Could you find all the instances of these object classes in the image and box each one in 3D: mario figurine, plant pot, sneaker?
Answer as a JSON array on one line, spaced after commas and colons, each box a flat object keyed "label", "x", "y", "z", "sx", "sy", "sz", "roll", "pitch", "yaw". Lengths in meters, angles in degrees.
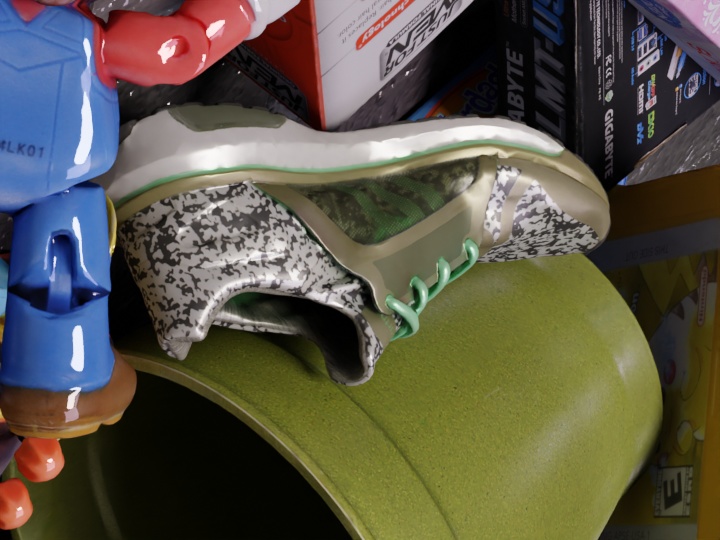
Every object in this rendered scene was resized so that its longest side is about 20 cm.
[{"label": "mario figurine", "x": -0.088, "y": -0.060, "z": 0.748, "sx": 0.123, "sy": 0.106, "sz": 0.200, "roll": 3, "pitch": 102, "yaw": -42}, {"label": "plant pot", "x": 0.007, "y": 0.075, "z": 1.001, "sx": 0.193, "sy": 0.200, "sz": 0.200, "roll": -35, "pitch": 154, "yaw": -39}, {"label": "sneaker", "x": 0.000, "y": 0.000, "z": 0.915, "sx": 0.200, "sy": 0.089, "sz": 0.077, "roll": 0, "pitch": 156, "yaw": -29}]

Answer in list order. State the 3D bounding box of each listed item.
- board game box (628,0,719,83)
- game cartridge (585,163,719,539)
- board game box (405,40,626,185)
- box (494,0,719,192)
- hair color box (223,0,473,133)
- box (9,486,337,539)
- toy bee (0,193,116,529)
[{"label": "board game box", "x": 0.185, "y": -0.168, "z": 1.068, "sx": 0.200, "sy": 0.041, "sz": 0.200, "roll": 28, "pitch": 90, "yaw": -57}, {"label": "game cartridge", "x": 0.112, "y": 0.050, "z": 1.086, "sx": 0.200, "sy": 0.032, "sz": 0.176, "roll": 169, "pitch": -71, "yaw": -64}, {"label": "board game box", "x": 0.044, "y": -0.021, "z": 1.182, "sx": 0.200, "sy": 0.045, "sz": 0.152, "roll": -42, "pitch": 157, "yaw": -26}, {"label": "box", "x": 0.132, "y": -0.154, "z": 1.085, "sx": 0.198, "sy": 0.050, "sz": 0.200, "roll": -40, "pitch": 143, "yaw": -31}, {"label": "hair color box", "x": -0.004, "y": -0.139, "z": 0.861, "sx": 0.102, "sy": 0.061, "sz": 0.200, "roll": -44, "pitch": 158, "yaw": -20}, {"label": "box", "x": -0.096, "y": 0.171, "z": 1.140, "sx": 0.164, "sy": 0.086, "sz": 0.200, "roll": -40, "pitch": 156, "yaw": -30}, {"label": "toy bee", "x": -0.127, "y": 0.041, "z": 0.831, "sx": 0.200, "sy": 0.109, "sz": 0.131, "roll": -24, "pitch": 147, "yaw": -52}]
